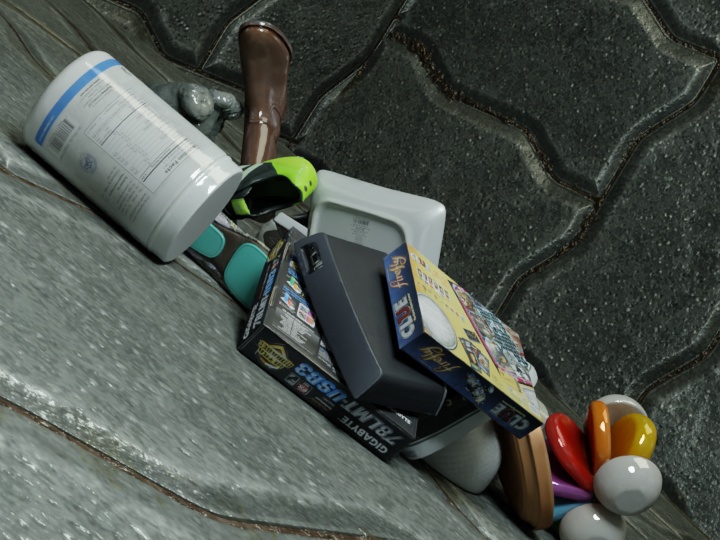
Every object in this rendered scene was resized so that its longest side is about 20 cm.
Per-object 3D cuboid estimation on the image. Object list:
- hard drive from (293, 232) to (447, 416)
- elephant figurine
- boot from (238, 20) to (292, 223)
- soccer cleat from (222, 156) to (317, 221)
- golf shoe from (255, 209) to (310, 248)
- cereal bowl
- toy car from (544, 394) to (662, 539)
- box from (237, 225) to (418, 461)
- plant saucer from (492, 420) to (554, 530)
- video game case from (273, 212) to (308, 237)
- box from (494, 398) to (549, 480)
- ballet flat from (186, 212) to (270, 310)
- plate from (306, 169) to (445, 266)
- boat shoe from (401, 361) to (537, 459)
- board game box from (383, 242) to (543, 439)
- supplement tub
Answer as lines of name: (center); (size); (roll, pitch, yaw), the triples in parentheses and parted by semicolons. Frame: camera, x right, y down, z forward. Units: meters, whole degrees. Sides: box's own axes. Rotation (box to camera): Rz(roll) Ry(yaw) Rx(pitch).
hard drive: (0.014, 0.051, 1.473); (0.135, 0.042, 0.200); (17, 39, -44)
elephant figurine: (-0.225, -0.128, 1.785); (0.155, 0.201, 0.141); (9, -2, 44)
boot: (-0.124, -0.175, 1.752); (0.064, 0.200, 0.187); (2, -29, 9)
soccer cleat: (-0.148, -0.086, 1.679); (0.081, 0.200, 0.068); (-68, 141, -62)
golf shoe: (-0.041, -0.034, 1.945); (0.199, 0.095, 0.078); (3, 53, -18)
cereal bowl: (0.092, 0.166, 1.692); (0.200, 0.083, 0.200); (39, 4, -4)
toy car: (0.274, 0.247, 1.794); (0.150, 0.200, 0.175); (22, 30, -13)
box: (-0.021, 0.072, 1.494); (0.200, 0.050, 0.199); (38, 27, -16)
plant saucer: (0.184, 0.210, 1.708); (0.200, 0.032, 0.201); (169, -90, -83)
video game case: (-0.035, 0.019, 1.867); (0.143, 0.017, 0.200); (33, -22, 31)
box: (0.135, 0.161, 1.883); (0.200, 0.109, 0.128); (41, 5, 2)
ballet flat: (-0.140, -0.019, 1.633); (0.200, 0.072, 0.072); (40, 5, 13)
plate: (0.000, 0.000, 1.654); (0.199, 0.201, 0.032); (19, 16, 39)
boat shoe: (0.116, 0.138, 1.578); (0.069, 0.200, 0.057); (-9, -74, 54)
board game box: (0.107, 0.074, 1.500); (0.200, 0.035, 0.136); (38, 27, -34)
supplement tub: (-0.236, -0.119, 1.496); (0.200, 0.132, 0.132); (40, 5, 3)
